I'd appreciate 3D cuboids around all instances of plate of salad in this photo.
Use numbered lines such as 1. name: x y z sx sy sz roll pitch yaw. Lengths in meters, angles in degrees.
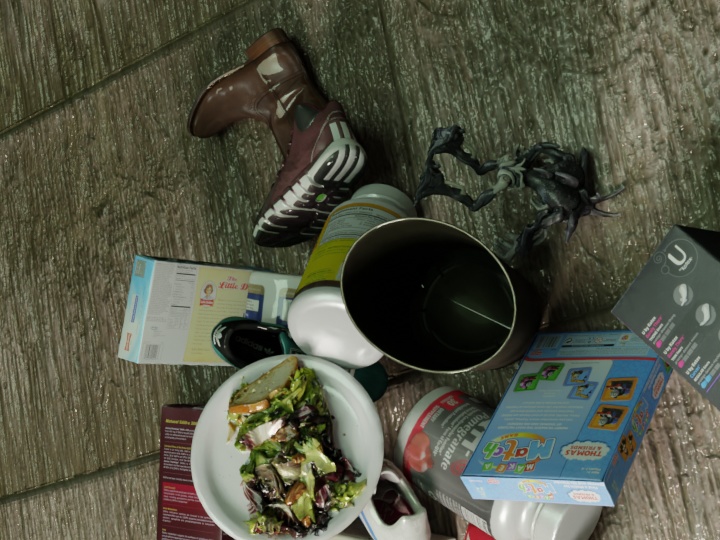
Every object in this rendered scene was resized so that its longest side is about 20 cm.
1. plate of salad: -0.076 0.177 1.428 0.199 0.048 0.201 -3 69 9

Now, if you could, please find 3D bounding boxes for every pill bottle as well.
1. pill bottle: 0.000 0.000 1.508 0.109 0.109 0.200 -22 31 35
2. pill bottle: 0.139 0.205 1.436 0.200 0.110 0.111 28 103 36
3. pill bottle: -0.080 0.104 1.613 0.111 0.111 0.201 6 90 38

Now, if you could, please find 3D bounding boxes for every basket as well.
1. basket: 0.096 0.035 1.411 0.180 0.200 0.137 25 92 23

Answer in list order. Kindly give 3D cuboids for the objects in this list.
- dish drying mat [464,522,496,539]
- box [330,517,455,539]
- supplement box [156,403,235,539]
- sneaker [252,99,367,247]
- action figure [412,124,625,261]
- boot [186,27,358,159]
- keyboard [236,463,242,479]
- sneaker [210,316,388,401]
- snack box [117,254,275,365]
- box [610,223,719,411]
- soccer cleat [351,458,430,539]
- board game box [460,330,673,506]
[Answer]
1. dish drying mat: 0.154 0.313 1.422 0.200 0.018 0.077 19 96 63
2. box: -0.004 0.315 1.550 0.199 0.095 0.078 4 92 39
3. supplement box: -0.185 0.263 1.714 0.108 0.061 0.201 1 88 37
4. sneaker: -0.062 -0.115 1.599 0.200 0.075 0.116 -42 50 42
5. action figure: 0.159 -0.080 1.448 0.199 0.102 0.119 16 64 0
6. boot: -0.104 -0.154 1.688 0.186 0.064 0.200 -44 67 29
7. keyboard: -0.093 0.232 1.546 0.127 0.200 0.021 21 81 19
8. sneaker: -0.063 0.100 1.517 0.199 0.080 0.072 16 89 -7
9. snack box: -0.183 0.048 1.640 0.037 0.200 0.117 13 94 39
10. box: 0.345 0.060 1.278 0.200 0.122 0.106 45 113 31
11. soccer cleat: 0.006 0.207 1.467 0.200 0.070 0.087 44 148 33
12. board game box: 0.200 0.135 1.357 0.151 0.200 0.037 -4 127 37
